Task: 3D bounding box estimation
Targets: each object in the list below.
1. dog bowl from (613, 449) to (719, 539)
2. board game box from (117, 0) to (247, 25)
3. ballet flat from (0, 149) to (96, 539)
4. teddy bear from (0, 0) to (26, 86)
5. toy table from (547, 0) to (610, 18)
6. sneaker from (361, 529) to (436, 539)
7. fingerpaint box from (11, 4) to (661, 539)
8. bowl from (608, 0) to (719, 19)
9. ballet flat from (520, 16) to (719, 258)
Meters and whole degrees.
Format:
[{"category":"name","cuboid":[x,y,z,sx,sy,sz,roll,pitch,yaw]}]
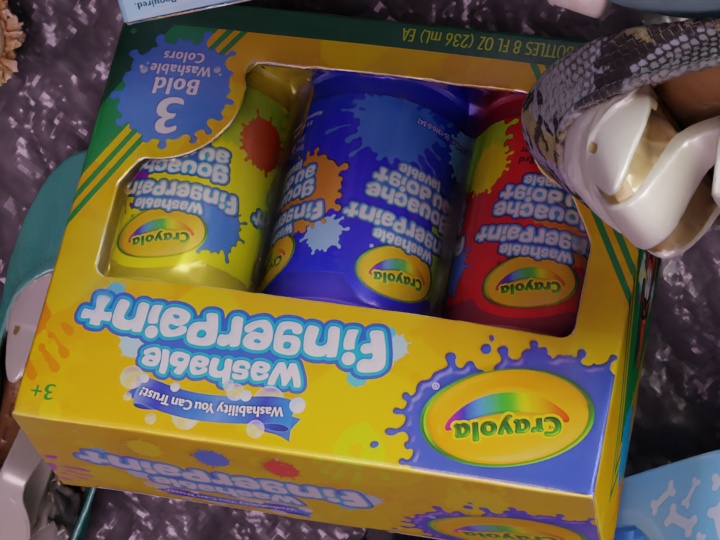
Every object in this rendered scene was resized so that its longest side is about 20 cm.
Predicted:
[{"category":"dog bowl","cuboid":[0.128,0.101,0.837,0.200,0.111,0.050,-28,58,56]},{"category":"board game box","cuboid":[-0.044,-0.200,0.802,0.102,0.105,0.201,-9,107,18]},{"category":"ballet flat","cuboid":[-0.118,0.053,0.929,0.067,0.070,0.201,16,113,-5]},{"category":"teddy bear","cuboid":[-0.212,-0.051,0.931,0.144,0.067,0.201,20,107,-2]},{"category":"toy table","cuboid":[0.105,-0.177,0.764,0.183,0.117,0.201,9,110,12]},{"category":"sneaker","cuboid":[0.049,0.201,0.932,0.199,0.081,0.115,43,112,-4]},{"category":"fingerpaint box","cuboid":[0.000,0.000,0.827,0.199,0.073,0.168,8,66,13]},{"category":"bowl","cuboid":[0.092,-0.157,0.654,0.199,0.105,0.202,5,109,13]},{"category":"ballet flat","cuboid":[0.107,-0.038,0.699,0.200,0.072,0.072,-11,109,50]}]
